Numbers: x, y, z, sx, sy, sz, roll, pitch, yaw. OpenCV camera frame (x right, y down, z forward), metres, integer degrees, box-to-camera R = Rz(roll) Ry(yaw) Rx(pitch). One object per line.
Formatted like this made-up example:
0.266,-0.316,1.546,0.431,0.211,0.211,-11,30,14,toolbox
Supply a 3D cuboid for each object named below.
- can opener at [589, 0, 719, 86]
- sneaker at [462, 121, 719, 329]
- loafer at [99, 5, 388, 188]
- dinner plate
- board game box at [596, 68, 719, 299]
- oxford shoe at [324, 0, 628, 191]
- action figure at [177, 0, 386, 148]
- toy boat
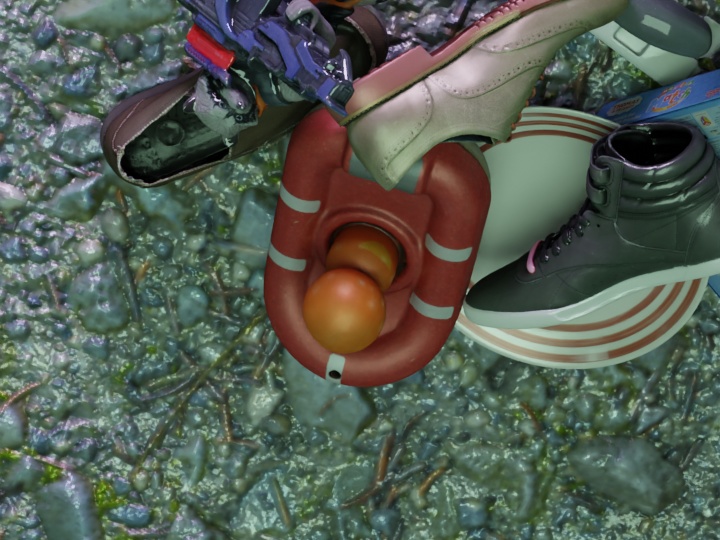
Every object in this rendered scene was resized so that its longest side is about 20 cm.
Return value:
0.226,-0.113,1.741,0.200,0.067,0.053,36,110,-8,can opener
0.141,-0.032,1.719,0.199,0.071,0.099,-18,117,21,sneaker
-0.070,-0.100,1.746,0.200,0.071,0.073,-29,111,12,loafer
0.124,-0.023,1.785,0.199,0.024,0.201,8,128,10,dinner plate
0.252,-0.036,1.745,0.200,0.037,0.151,49,148,-19,board game box
0.080,-0.114,1.673,0.200,0.070,0.075,-28,89,-8,oxford shoe
-0.019,-0.143,1.658,0.193,0.200,0.105,-41,135,4,action figure
0.000,0.000,1.737,0.130,0.131,0.200,18,135,5,toy boat
